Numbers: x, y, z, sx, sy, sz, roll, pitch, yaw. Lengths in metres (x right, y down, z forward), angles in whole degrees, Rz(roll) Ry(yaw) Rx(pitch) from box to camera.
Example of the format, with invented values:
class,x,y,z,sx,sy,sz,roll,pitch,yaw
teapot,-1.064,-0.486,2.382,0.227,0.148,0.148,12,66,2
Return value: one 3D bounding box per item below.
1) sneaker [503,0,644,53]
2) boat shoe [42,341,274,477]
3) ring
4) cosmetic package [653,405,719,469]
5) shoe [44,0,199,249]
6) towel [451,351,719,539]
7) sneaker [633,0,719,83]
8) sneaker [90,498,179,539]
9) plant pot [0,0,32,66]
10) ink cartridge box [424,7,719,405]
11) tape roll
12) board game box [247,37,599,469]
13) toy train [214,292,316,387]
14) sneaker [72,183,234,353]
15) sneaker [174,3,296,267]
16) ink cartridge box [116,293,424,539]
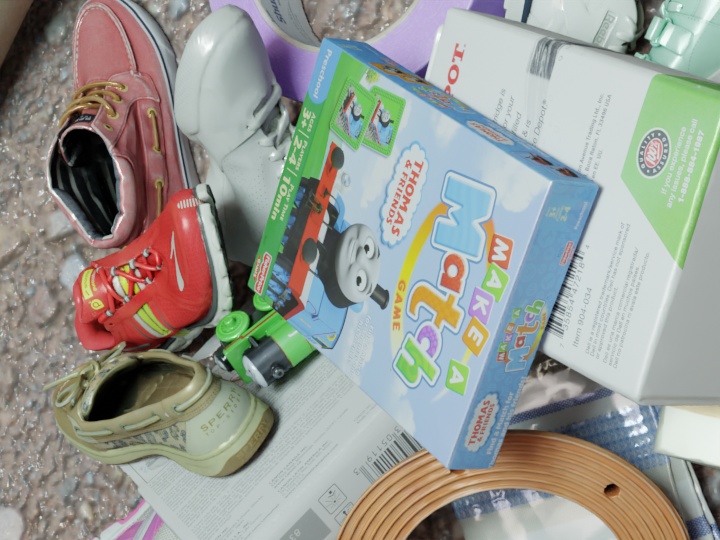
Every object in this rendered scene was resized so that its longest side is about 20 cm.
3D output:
class,x,y,z,sx,sy,sz,roll,pitch,yaw
sneaker,0.121,-0.127,0.898,0.080,0.076,0.201,10,96,8
boat shoe,-0.131,0.074,0.931,0.199,0.063,0.073,-1,48,48
ring,0.083,0.169,0.854,0.199,0.019,0.201,2,118,3
cosmetic package,0.218,0.005,0.811,0.071,0.105,0.201,11,89,29
shoe,-0.166,-0.102,1.035,0.071,0.091,0.201,-24,74,24
towel,0.109,0.083,0.890,0.146,0.024,0.201,-20,83,22
sneaker,0.167,-0.141,0.854,0.200,0.074,0.118,-39,85,14
sneaker,-0.119,0.188,0.970,0.200,0.081,0.088,-58,32,13
plant pot,-0.321,-0.179,1.085,0.200,0.200,0.184,34,113,26
ink cartridge box,0.114,-0.037,0.779,0.200,0.084,0.146,30,110,49
tape roll,0.003,-0.197,0.969,0.199,0.066,0.201,-3,84,29
board game box,0.023,-0.015,0.797,0.200,0.036,0.152,38,116,46
toy train,0.000,0.000,0.918,0.200,0.042,0.056,-39,40,-9
sneaker,-0.133,0.011,0.958,0.200,0.085,0.077,130,129,-59
sneaker,-0.054,-0.072,0.938,0.088,0.200,0.075,26,57,23
ink cartridge box,-0.054,0.097,0.925,0.161,0.050,0.200,-45,29,-10
